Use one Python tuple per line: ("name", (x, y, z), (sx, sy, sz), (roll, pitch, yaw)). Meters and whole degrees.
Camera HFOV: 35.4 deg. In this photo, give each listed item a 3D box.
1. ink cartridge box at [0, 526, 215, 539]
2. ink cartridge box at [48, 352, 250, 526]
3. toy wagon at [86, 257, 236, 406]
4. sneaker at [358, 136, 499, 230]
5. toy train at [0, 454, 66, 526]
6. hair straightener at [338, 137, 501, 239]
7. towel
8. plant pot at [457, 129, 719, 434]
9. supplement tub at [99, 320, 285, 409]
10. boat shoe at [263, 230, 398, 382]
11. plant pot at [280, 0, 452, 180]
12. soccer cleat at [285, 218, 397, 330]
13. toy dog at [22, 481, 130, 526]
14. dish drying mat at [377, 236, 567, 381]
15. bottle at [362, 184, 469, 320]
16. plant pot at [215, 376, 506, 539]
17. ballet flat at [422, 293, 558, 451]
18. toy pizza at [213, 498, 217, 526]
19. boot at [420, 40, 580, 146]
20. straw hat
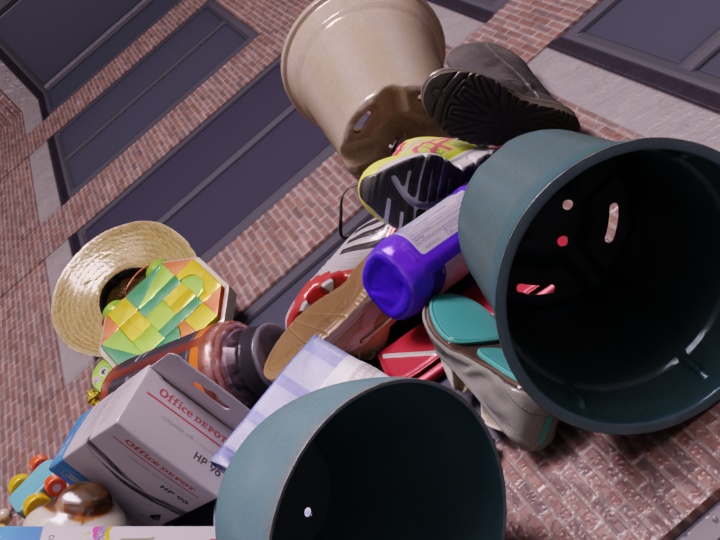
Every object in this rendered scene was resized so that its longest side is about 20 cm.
("ink cartridge box", (-0.189, 0.267, 0.838), (0.199, 0.085, 0.145), (2, 33, -6))
("ink cartridge box", (-0.184, 0.160, 1.016), (0.200, 0.116, 0.068), (-35, 22, 47))
("toy wagon", (-0.229, 0.076, 1.256), (0.200, 0.040, 0.155), (-44, 53, -10))
("sneaker", (0.053, -0.088, 1.076), (0.090, 0.079, 0.200), (25, 22, 33))
("toy train", (-0.324, 0.271, 1.154), (0.150, 0.056, 0.200), (-18, 36, 29))
("hair straightener", (0.051, -0.099, 1.198), (0.200, 0.077, 0.041), (-36, -2, 18))
("towel", (-0.009, 0.143, 0.884), (0.200, 0.024, 0.147), (28, 69, 34))
("plant pot", (0.166, -0.013, 0.817), (0.200, 0.200, 0.196), (-39, 19, 3))
("supplement tub", (-0.154, 0.114, 1.106), (0.199, 0.107, 0.107), (-22, 33, 32))
("boat shoe", (0.000, 0.048, 1.046), (0.200, 0.069, 0.074), (-42, 26, -14))
("plant pot", (0.024, -0.193, 1.269), (0.200, 0.200, 0.184), (-34, 40, 12))
("soccer cleat", (0.000, 0.000, 1.129), (0.200, 0.069, 0.085), (-44, 19, -14))
("toy dog", (-0.265, 0.277, 0.978), (0.193, 0.140, 0.200), (-12, 35, 15))
("dish drying mat", (0.103, 0.037, 0.989), (0.200, 0.018, 0.077), (-37, 27, 8))
("bottle", (0.092, -0.035, 1.012), (0.200, 0.065, 0.084), (-35, -15, -29))
("plant pot", (-0.019, 0.165, 0.752), (0.134, 0.200, 0.200), (3, 50, 50))
("ballet flat", (0.096, 0.080, 0.891), (0.200, 0.067, 0.064), (-134, 48, -62))
("toy pizza", (-0.041, 0.172, 0.959), (0.200, 0.032, 0.201), (-29, 31, 20))
("boot", (0.124, -0.194, 1.158), (0.073, 0.181, 0.200), (-60, 26, 27))
("straw hat", (-0.268, 0.044, 1.372), (0.200, 0.085, 0.202), (-10, 55, 15))
